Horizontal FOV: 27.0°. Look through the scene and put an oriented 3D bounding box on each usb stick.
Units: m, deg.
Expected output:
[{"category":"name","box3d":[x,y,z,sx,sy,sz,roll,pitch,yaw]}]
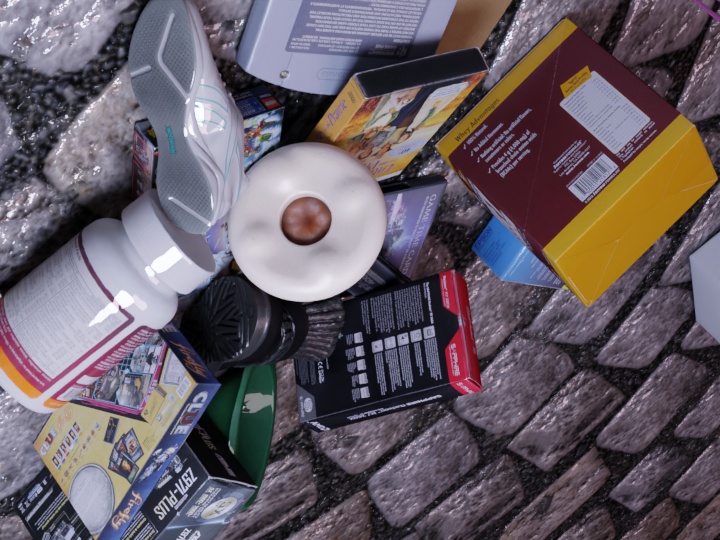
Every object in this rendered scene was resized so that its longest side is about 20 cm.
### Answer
[{"category":"usb stick","box3d":[0.000,0.000,1.590,0.055,0.033,0.200,-37,149,9]}]

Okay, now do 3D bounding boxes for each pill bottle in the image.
[{"category":"pill bottle","box3d":[-0.229,0.025,1.301,0.199,0.110,0.109,-37,149,11]}]

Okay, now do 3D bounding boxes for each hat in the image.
[{"category":"hat","box3d":[-0.196,0.171,1.615,0.166,0.174,0.202,68,30,-66]}]

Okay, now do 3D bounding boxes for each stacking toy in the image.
[{"category":"stacking toy","box3d":[-0.039,-0.025,1.419,0.146,0.146,0.200,-40,165,-4]}]

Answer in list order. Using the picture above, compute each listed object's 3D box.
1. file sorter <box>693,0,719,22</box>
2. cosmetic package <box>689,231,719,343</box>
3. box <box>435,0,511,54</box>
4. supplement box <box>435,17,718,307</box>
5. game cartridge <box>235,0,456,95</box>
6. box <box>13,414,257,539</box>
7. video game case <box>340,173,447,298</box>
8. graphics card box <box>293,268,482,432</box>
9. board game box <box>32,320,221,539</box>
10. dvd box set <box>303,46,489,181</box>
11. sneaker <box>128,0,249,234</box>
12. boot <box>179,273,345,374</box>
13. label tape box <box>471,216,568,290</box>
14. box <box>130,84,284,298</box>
[{"category":"file sorter","box3d":[0.374,-0.366,1.519,0.139,0.126,0.200,-42,148,0]},{"category":"cosmetic package","box3d":[0.596,0.004,2.193,0.199,0.123,0.200,-39,148,-9]},{"category":"box","box3d":[0.081,-0.261,1.414,0.163,0.021,0.201,8,123,-48]},{"category":"supplement box","box3d":[0.227,-0.114,1.581,0.197,0.200,0.133,-44,148,2]},{"category":"game cartridge","box3d":[-0.012,-0.220,1.331,0.198,0.042,0.134,-2,133,-36]},{"category":"box","box3d":[-0.229,0.228,1.514,0.200,0.164,0.086,-50,147,10]},{"category":"video game case","box3d":[-0.005,-0.028,1.599,0.199,0.019,0.144,-15,138,-39]},{"category":"graphics card box","box3d":[0.025,0.087,1.586,0.198,0.127,0.051,-17,155,19]},{"category":"board game box","box3d":[-0.228,0.139,1.440,0.034,0.136,0.201,8,123,-51]},{"category":"dvd box set","box3d":[0.017,-0.134,1.415,0.145,0.030,0.200,-17,163,-33]},{"category":"sneaker","box3d":[-0.140,-0.137,1.252,0.080,0.070,0.202,-38,128,-52]},{"category":"boot","box3d":[-0.079,0.048,1.479,0.156,0.080,0.211,-7,170,-26]},{"category":"label tape box","box3d":[0.242,-0.054,1.796,0.199,0.066,0.144,5,125,-53]},{"category":"box","box3d":[-0.145,-0.065,1.382,0.136,0.040,0.201,-21,142,-29]}]
